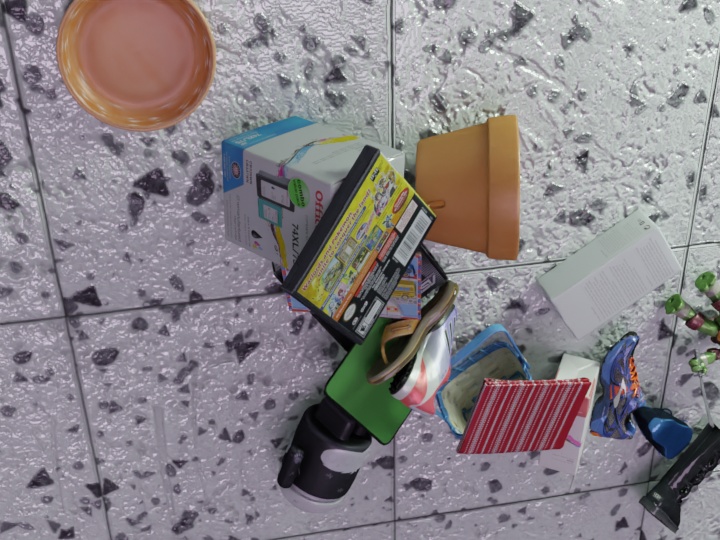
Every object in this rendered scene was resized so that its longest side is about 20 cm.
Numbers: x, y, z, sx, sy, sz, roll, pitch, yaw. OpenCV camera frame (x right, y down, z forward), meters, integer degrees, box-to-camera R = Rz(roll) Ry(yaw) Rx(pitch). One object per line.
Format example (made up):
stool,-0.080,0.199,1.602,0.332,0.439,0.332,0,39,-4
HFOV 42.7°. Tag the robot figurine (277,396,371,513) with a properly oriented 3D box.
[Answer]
robot figurine,-0.058,0.296,1.495,0.149,0.125,0.201,18,113,-17

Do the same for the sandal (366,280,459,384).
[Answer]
sandal,0.070,0.086,1.387,0.054,0.080,0.200,41,86,-10

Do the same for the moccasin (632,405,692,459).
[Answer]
moccasin,0.537,0.275,1.636,0.081,0.068,0.200,-46,141,-1

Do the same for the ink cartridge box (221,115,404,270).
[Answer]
ink cartridge box,-0.062,-0.095,1.211,0.146,0.199,0.148,-27,130,-42

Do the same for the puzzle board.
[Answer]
puzzle board,-0.013,0.021,1.307,0.198,0.017,0.151,4,141,7

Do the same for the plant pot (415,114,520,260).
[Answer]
plant pot,0.149,-0.115,1.288,0.139,0.201,0.202,1,119,6

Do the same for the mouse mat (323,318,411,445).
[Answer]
mouse mat,0.036,0.169,1.439,0.161,0.008,0.200,-54,132,-13

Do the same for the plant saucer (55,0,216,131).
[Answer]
plant saucer,-0.286,-0.279,1.183,0.198,0.038,0.202,-6,119,-10

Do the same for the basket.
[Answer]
basket,0.198,0.187,1.479,0.176,0.139,0.200,-38,127,9

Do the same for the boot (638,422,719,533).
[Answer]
boot,0.620,0.388,1.725,0.200,0.066,0.165,-50,144,-1

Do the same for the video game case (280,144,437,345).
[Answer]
video game case,0.004,-0.026,1.143,0.201,0.025,0.181,-59,144,-8

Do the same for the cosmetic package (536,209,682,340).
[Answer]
cosmetic package,0.394,0.008,1.463,0.199,0.071,0.102,-35,120,8

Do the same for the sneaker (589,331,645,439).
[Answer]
sneaker,0.447,0.196,1.554,0.078,0.075,0.202,17,115,29

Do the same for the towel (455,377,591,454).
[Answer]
towel,0.254,0.224,1.425,0.198,0.023,0.146,2,121,-24

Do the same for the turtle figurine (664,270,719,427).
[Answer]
turtle figurine,0.601,0.113,1.508,0.194,0.144,0.200,42,60,-10

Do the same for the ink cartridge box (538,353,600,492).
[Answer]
ink cartridge box,0.349,0.259,1.556,0.067,0.117,0.202,12,119,18

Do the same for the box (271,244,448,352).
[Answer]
box,0.000,0.000,1.389,0.199,0.048,0.193,-36,119,8

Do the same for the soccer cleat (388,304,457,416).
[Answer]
soccer cleat,0.111,0.133,1.405,0.073,0.200,0.068,40,138,-9
